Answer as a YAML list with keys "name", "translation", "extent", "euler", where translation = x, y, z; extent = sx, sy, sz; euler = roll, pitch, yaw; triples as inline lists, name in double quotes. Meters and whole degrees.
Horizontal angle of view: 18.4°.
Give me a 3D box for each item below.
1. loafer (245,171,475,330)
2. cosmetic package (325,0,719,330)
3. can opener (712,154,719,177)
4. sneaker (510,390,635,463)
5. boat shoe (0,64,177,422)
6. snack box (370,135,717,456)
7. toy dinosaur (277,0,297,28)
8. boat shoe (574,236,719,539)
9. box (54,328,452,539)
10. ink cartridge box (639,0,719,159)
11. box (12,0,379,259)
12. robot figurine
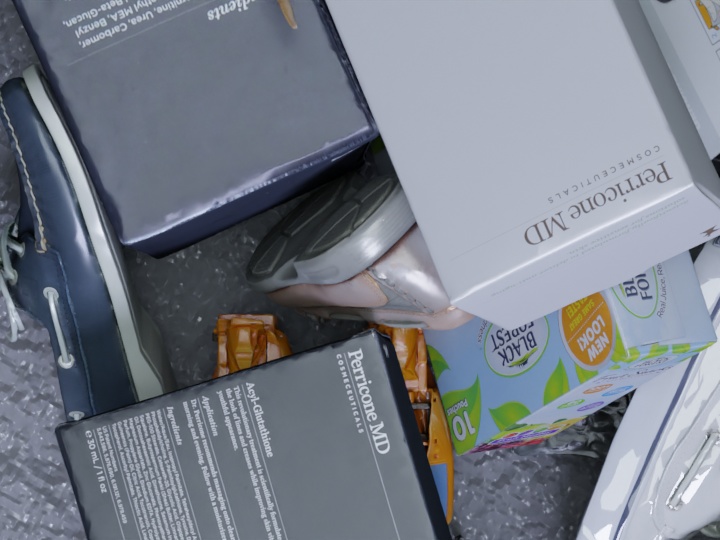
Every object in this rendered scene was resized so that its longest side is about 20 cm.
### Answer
- name: "loafer"
  translation: [0.000, 0.000, 0.960]
  extent: [0.072, 0.200, 0.063]
  euler: [-45, 99, -8]
- name: "cosmetic package"
  translation: [0.056, -0.090, 0.866]
  extent: [0.108, 0.085, 0.200]
  euler: [-28, 71, 15]
- name: "can opener"
  translation: [0.229, -0.016, 1.035]
  extent: [0.200, 0.079, 0.063]
  euler: [27, 95, 8]
- name: "sneaker"
  translation: [0.178, 0.065, 1.033]
  extent: [0.200, 0.060, 0.104]
  euler: [17, 92, -1]
- name: "boat shoe"
  translation: [-0.132, 0.006, 0.994]
  extent: [0.062, 0.075, 0.200]
  euler: [-16, 119, 1]
- name: "snack box"
  translation: [0.068, -0.036, 0.966]
  extent: [0.053, 0.142, 0.200]
  euler: [-7, 73, -30]
- name: "toy dinosaur"
  translation: [-0.105, -0.172, 0.842]
  extent: [0.200, 0.060, 0.106]
  euler: [15, 113, 5]
- name: "boat shoe"
  translation: [0.144, 0.085, 0.972]
  extent: [0.066, 0.072, 0.200]
  euler: [24, 93, 13]
- name: "box"
  translation: [-0.027, 0.140, 0.926]
  extent: [0.141, 0.079, 0.200]
  euler: [-17, 85, 7]
- name: "ink cartridge box"
  translation: [0.150, -0.164, 0.993]
  extent: [0.174, 0.044, 0.200]
  euler: [-34, 99, -31]
- name: "box"
  translation: [-0.084, -0.118, 0.958]
  extent: [0.117, 0.197, 0.200]
  euler: [-25, 89, -2]
- name: "robot figurine"
  translation: [-0.018, 0.119, 1.021]
  extent: [0.145, 0.058, 0.200]
  euler: [-1, 88, 0]
